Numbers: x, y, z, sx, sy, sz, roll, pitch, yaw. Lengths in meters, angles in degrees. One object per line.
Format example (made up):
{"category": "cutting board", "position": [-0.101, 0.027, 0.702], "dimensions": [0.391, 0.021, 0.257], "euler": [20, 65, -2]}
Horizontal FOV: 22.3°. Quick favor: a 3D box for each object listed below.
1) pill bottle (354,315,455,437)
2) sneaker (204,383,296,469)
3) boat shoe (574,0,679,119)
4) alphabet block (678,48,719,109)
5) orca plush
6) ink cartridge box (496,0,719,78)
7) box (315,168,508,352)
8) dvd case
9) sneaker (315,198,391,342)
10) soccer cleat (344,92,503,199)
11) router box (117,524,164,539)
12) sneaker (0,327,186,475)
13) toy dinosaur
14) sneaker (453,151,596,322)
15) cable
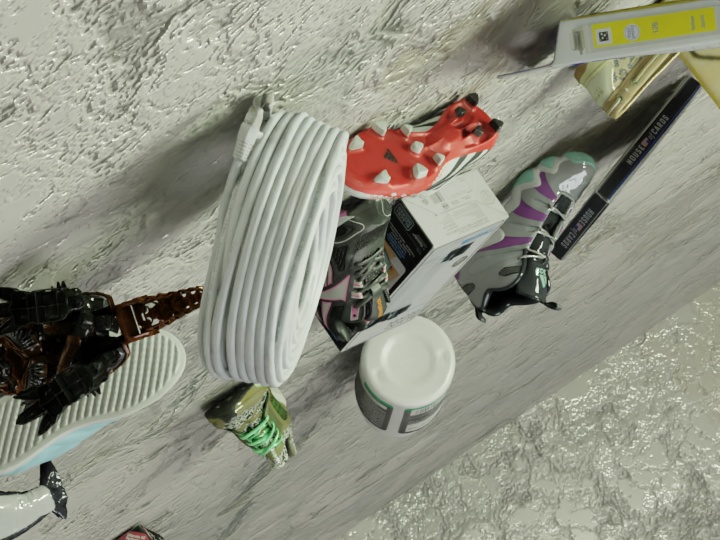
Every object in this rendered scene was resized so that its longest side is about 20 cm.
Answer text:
{"category": "pill bottle", "position": [0.050, 0.133, 2.205], "dimensions": [0.113, 0.113, 0.200], "euler": [-32, 167, -13]}
{"category": "sneaker", "position": [-0.106, 0.173, 2.013], "dimensions": [0.077, 0.089, 0.200], "euler": [-36, 166, 7]}
{"category": "boat shoe", "position": [0.293, -0.217, 1.691], "dimensions": [0.199, 0.063, 0.073], "euler": [-36, 166, 1]}
{"category": "alphabet block", "position": [0.447, -0.220, 1.783], "dimensions": [0.200, 0.196, 0.196], "euler": [-39, 164, 22]}
{"category": "orca plush", "position": [-0.362, 0.213, 1.638], "dimensions": [0.200, 0.071, 0.106], "euler": [-30, 122, -39]}
{"category": "ink cartridge box", "position": [0.223, -0.194, 1.503], "dimensions": [0.199, 0.047, 0.198], "euler": [-5, -174, 14]}
{"category": "box", "position": [0.047, -0.008, 1.821], "dimensions": [0.116, 0.060, 0.200], "euler": [-22, 162, -42]}
{"category": "dvd case", "position": [0.292, -0.112, 2.021], "dimensions": [0.200, 0.025, 0.150], "euler": [-48, 174, -28]}
{"category": "sneaker", "position": [0.000, 0.000, 1.677], "dimensions": [0.080, 0.087, 0.200], "euler": [-31, 166, -21]}
{"category": "soccer cleat", "position": [0.041, -0.088, 1.521], "dimensions": [0.200, 0.069, 0.085], "euler": [-28, 162, -46]}
{"category": "router box", "position": [-0.333, 0.409, 2.334], "dimensions": [0.199, 0.062, 0.150], "euler": [-34, 167, -5]}
{"category": "sneaker", "position": [-0.240, 0.108, 1.525], "dimensions": [0.199, 0.074, 0.082], "euler": [-24, 173, -11]}
{"category": "toy dinosaur", "position": [-0.208, 0.045, 1.329], "dimensions": [0.200, 0.102, 0.136], "euler": [-41, 174, 14]}
{"category": "sneaker", "position": [0.189, -0.021, 1.926], "dimensions": [0.200, 0.140, 0.078], "euler": [-42, 141, 24]}
{"category": "cable", "position": [-0.060, -0.015, 1.317], "dimensions": [0.200, 0.069, 0.201], "euler": [50, 54, -84]}
